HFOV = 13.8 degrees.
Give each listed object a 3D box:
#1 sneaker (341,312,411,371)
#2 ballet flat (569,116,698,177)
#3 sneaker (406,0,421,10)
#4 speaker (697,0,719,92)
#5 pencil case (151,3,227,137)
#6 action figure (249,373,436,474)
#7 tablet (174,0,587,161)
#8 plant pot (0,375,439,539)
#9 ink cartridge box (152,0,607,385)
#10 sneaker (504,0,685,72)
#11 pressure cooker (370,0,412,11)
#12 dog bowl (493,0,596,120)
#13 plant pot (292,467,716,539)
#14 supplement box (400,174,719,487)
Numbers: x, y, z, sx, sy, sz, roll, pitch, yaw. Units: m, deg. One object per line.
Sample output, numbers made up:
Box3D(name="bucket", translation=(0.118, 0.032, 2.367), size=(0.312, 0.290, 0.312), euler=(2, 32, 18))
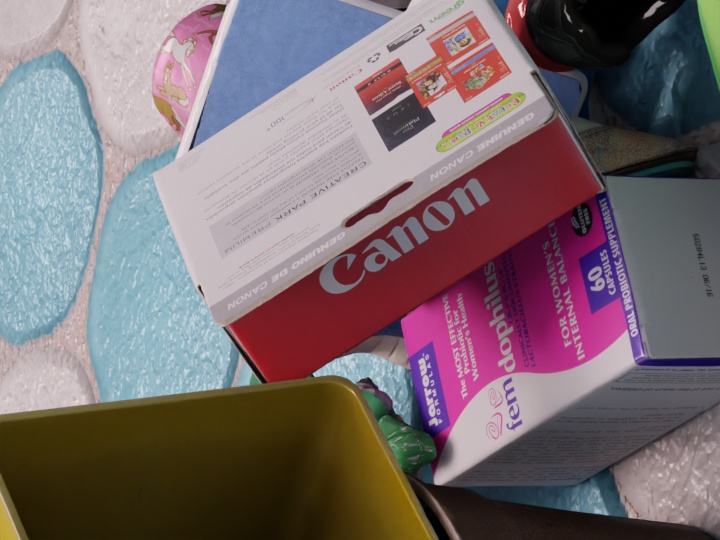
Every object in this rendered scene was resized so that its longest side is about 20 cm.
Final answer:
Box3D(name="sneaker", translation=(0.000, 0.000, 1.663), size=(0.089, 0.199, 0.079), euler=(-63, 38, 29))
Box3D(name="ballet flat", translation=(0.079, -0.046, 1.574), size=(0.068, 0.199, 0.068), euler=(48, -160, -76))
Box3D(name="sneaker", translation=(0.064, -0.089, 1.700), size=(0.115, 0.072, 0.201), euler=(67, 149, 30))
Box3D(name="speaker", translation=(0.213, -0.108, 1.445), size=(0.088, 0.088, 0.201), euler=(-42, 53, 48))
Box3D(name="pencil case", translation=(-0.047, -0.087, 1.750), size=(0.083, 0.087, 0.200), euler=(-40, 37, -11))
Box3D(name="action figure", translation=(-0.010, 0.097, 1.660), size=(0.200, 0.054, 0.119), euler=(-177, 79, -67))
Box3D(name="tablet", translation=(0.011, -0.077, 1.599), size=(0.014, 0.199, 0.131), euler=(-98, 27, -69))
Box3D(name="plant pot", translation=(-0.075, 0.191, 1.421), size=(0.200, 0.199, 0.177), euler=(-119, 33, -40))
Box3D(name="ink cartridge box", translation=(0.011, -0.035, 1.484), size=(0.199, 0.084, 0.176), euler=(-32, 30, 4))
Box3D(name="sneaker", translation=(0.149, -0.188, 1.534), size=(0.201, 0.071, 0.098), euler=(-62, 23, 6))
Box3D(name="pressure cooker", translation=(0.001, -0.240, 1.707), size=(0.200, 0.178, 0.177), euler=(40, 117, 53))
Box3D(name="dog bowl", translation=(0.086, -0.114, 1.630), size=(0.050, 0.111, 0.201), euler=(-114, 37, -66))
Box3D(name="plant pot", translation=(0.086, 0.201, 1.507), size=(0.200, 0.197, 0.202), euler=(-7, 82, 57))
Box3D(name="supplement box", translation=(0.120, 0.036, 1.560), size=(0.200, 0.103, 0.102), euler=(-39, 58, 51))
